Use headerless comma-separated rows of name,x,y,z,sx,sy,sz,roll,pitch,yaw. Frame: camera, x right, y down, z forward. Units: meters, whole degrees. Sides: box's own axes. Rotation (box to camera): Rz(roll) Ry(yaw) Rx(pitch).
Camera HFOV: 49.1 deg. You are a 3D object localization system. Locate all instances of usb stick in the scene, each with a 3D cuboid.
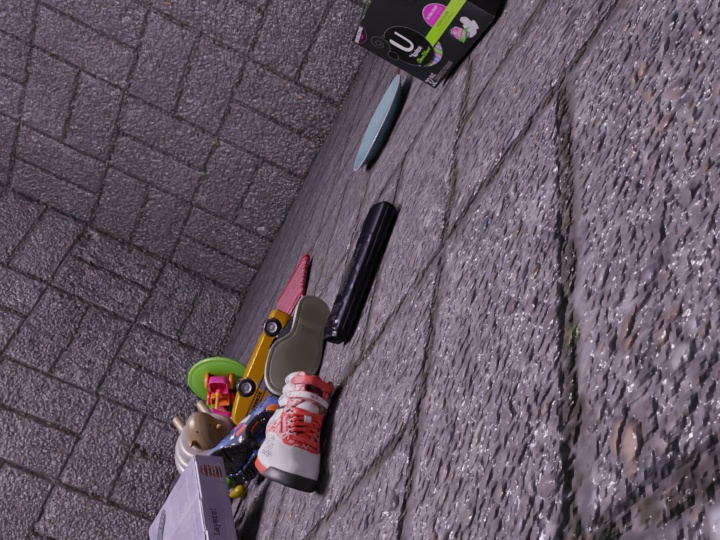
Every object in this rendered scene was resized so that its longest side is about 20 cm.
usb stick,0.000,0.000,1.036,0.055,0.032,0.202,-26,41,64

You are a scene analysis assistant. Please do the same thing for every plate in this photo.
plate,0.040,-0.278,1.513,0.200,0.025,0.202,-156,89,-81

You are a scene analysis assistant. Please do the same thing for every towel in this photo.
towel,-0.150,0.062,1.725,0.146,0.022,0.201,-60,13,23

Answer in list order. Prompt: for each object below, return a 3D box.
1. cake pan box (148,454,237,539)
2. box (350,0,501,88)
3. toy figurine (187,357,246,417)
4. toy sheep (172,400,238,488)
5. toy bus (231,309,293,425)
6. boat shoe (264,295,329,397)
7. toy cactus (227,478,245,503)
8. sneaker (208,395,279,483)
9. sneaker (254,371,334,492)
cake pan box,-0.226,0.385,1.062,0.185,0.052,0.201,-59,35,30
box,0.097,-0.369,1.054,0.126,0.147,0.200,-66,9,-19
toy figurine,-0.314,0.326,1.727,0.185,0.148,0.202,-92,5,-49
toy sheep,-0.255,0.313,1.351,0.201,0.136,0.139,78,-159,-45
toy bus,-0.157,0.170,1.332,0.065,0.078,0.202,158,135,-78
boat shoe,-0.098,0.121,1.149,0.201,0.074,0.066,-77,13,-50
toy cactus,-0.242,0.404,1.233,0.166,0.101,0.202,111,168,-48
sneaker,-0.153,0.245,1.163,0.200,0.075,0.079,-41,11,32
sneaker,-0.070,0.173,0.888,0.201,0.067,0.109,177,115,-82
